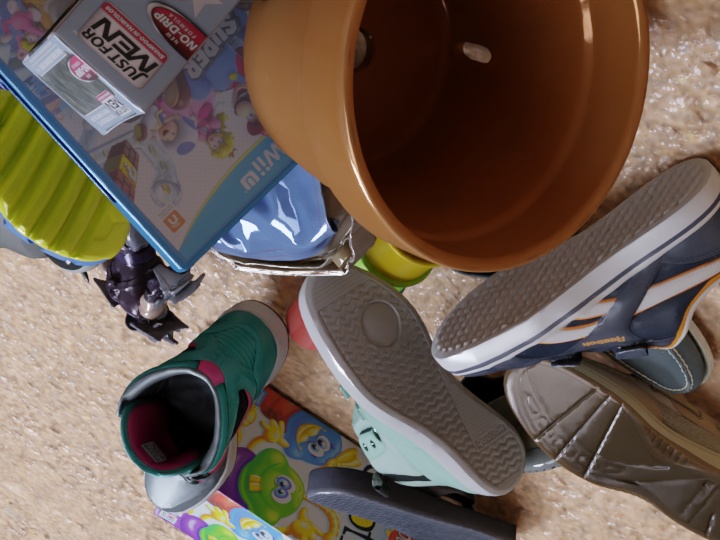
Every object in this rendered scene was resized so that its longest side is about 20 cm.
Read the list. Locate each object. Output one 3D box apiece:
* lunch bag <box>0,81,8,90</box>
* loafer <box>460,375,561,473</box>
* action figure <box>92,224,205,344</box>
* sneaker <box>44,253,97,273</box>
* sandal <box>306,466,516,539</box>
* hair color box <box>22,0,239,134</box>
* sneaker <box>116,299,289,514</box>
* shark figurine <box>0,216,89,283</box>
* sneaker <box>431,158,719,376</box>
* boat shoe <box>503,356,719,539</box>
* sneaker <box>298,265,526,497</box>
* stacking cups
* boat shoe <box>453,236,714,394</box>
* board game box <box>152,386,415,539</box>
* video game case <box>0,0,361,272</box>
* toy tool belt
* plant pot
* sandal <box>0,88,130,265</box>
[{"bbox_3d":[-0.195,-0.201,1.106,0.200,0.124,0.170,38,149,-21],"label":"lunch bag"},{"bbox_3d":[0.090,0.104,1.320,0.200,0.075,0.070,-14,92,51],"label":"loafer"},{"bbox_3d":[-0.163,-0.029,1.331,0.130,0.069,0.201,23,140,43],"label":"action figure"},{"bbox_3d":[-0.228,-0.089,1.230,0.075,0.088,0.201,-20,91,33],"label":"sneaker"},{"bbox_3d":[0.048,0.171,1.409,0.076,0.043,0.200,-11,152,43],"label":"sandal"},{"bbox_3d":[-0.080,-0.166,0.960,0.061,0.200,0.099,41,166,-13],"label":"hair color box"},{"bbox_3d":[-0.128,0.120,1.342,0.084,0.121,0.200,36,125,12],"label":"sneaker"},{"bbox_3d":[-0.263,-0.053,1.341,0.128,0.089,0.215,59,173,39],"label":"shark figurine"},{"bbox_3d":[0.138,0.020,1.093,0.200,0.079,0.079,-31,115,23],"label":"sneaker"},{"bbox_3d":[0.182,0.102,1.222,0.200,0.065,0.072,30,128,-7],"label":"boat shoe"},{"bbox_3d":[0.006,0.079,1.240,0.200,0.074,0.118,48,150,-21],"label":"sneaker"},{"bbox_3d":[0.000,0.000,1.267,0.060,0.061,0.200,38,151,-8],"label":"stacking cups"},{"bbox_3d":[0.130,0.022,1.172,0.200,0.062,0.073,38,146,-8],"label":"boat shoe"},{"bbox_3d":[-0.045,0.191,1.499,0.200,0.105,0.103,33,146,-2],"label":"board game box"},{"bbox_3d":[-0.114,-0.120,1.023,0.200,0.143,0.018,48,164,-11],"label":"video game case"},{"bbox_3d":[-0.036,-0.055,1.126,0.200,0.123,0.125,-5,96,44],"label":"toy tool belt"},{"bbox_3d":[0.032,-0.111,0.984,0.140,0.200,0.200,18,148,52],"label":"plant pot"},{"bbox_3d":[-0.223,-0.076,1.152,0.200,0.080,0.087,41,164,-5],"label":"sandal"}]
